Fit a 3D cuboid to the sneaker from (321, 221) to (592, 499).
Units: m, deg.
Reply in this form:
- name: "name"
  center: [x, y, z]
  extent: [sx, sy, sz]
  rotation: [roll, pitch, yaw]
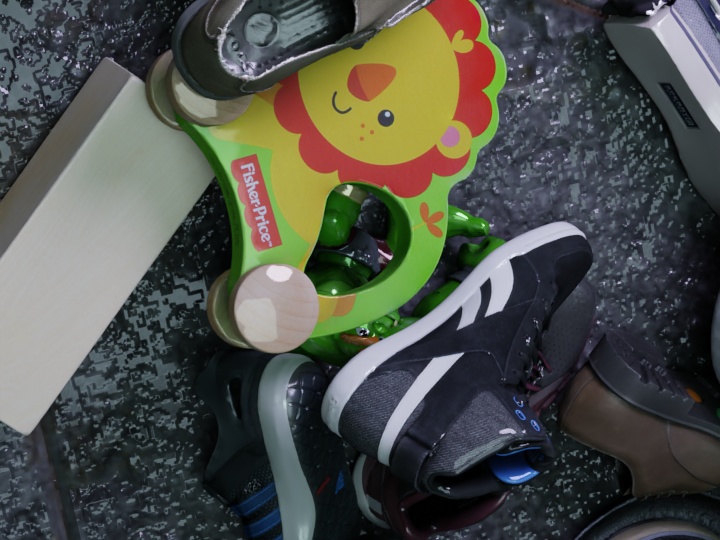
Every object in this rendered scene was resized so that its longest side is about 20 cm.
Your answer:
- name: "sneaker"
  center: [0.085, 0.061, 1.176]
  extent: [0.200, 0.112, 0.073]
  rotation: [-36, 150, -26]

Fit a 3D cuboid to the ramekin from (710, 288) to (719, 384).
- name: "ramekin"
  center: [0.307, 0.026, 1.271]
  extent: [0.200, 0.098, 0.201]
  rotation: [-22, 128, -31]

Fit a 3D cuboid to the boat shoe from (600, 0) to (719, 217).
- name: "boat shoe"
  center: [0.233, -0.112, 1.272]
  extent: [0.093, 0.075, 0.200]
  rotation: [-44, 119, -17]

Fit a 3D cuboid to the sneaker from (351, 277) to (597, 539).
- name: "sneaker"
  center: [0.086, 0.089, 1.244]
  extent: [0.076, 0.116, 0.200]
  rotation: [40, 88, -19]

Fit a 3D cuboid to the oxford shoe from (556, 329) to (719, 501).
- name: "oxford shoe"
  center: [0.201, 0.110, 1.310]
  extent: [0.200, 0.073, 0.084]
  rotation: [28, 111, -27]

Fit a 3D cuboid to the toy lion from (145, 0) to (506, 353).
- name: "toy lion"
  center: [-0.007, -0.072, 1.136]
  extent: [0.192, 0.069, 0.200]
  rotation: [-16, 95, -17]

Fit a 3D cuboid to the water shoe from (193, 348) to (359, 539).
- name: "water shoe"
  center: [-0.051, 0.129, 1.246]
  extent: [0.072, 0.079, 0.200]
  rotation: [-44, 138, -48]

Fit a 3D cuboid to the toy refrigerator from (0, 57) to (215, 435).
- name: "toy refrigerator"
  center: [-0.167, -0.015, 1.178]
  extent: [0.076, 0.070, 0.200]
  rotation: [35, 91, -26]

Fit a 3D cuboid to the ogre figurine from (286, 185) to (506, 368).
- name: "ogre figurine"
  center: [0.000, 0.000, 1.217]
  extent: [0.200, 0.098, 0.120]
  rotation: [33, 76, -50]

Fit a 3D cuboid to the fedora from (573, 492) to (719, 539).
- name: "fedora"
  center: [0.213, 0.242, 1.322]
  extent: [0.201, 0.092, 0.201]
  rotation: [-3, 102, -16]

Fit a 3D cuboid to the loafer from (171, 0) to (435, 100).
- name: "loafer"
  center: [-0.001, -0.146, 1.050]
  extent: [0.200, 0.070, 0.075]
  rotation: [-36, 107, -4]
